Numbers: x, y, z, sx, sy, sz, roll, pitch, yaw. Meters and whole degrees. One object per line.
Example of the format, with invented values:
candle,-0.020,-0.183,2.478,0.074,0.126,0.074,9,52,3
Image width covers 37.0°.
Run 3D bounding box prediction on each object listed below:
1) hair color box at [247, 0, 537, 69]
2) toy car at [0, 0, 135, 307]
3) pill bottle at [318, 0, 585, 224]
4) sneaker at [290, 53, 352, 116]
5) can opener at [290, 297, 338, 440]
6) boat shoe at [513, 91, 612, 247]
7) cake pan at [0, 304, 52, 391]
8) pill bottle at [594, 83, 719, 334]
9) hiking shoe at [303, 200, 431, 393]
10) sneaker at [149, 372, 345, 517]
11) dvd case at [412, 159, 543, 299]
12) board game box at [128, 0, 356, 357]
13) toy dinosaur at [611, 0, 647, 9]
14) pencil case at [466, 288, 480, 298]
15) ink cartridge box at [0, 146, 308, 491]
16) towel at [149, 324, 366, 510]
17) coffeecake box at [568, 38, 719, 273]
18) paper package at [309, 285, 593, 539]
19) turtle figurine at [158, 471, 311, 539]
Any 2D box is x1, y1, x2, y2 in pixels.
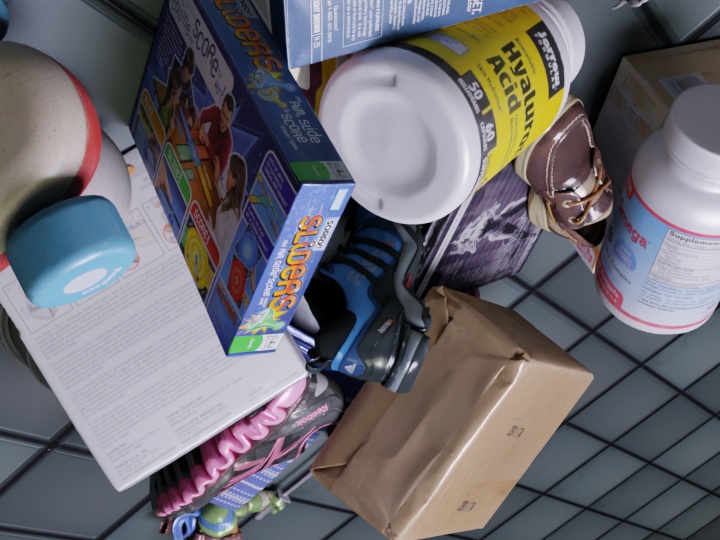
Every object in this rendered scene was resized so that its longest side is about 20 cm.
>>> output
hair color box,0.030,-0.195,0.642,0.199,0.100,0.061,-19,143,-15
toy car,-0.209,-0.041,0.635,0.176,0.185,0.200,-33,169,6
pill bottle,0.070,-0.120,0.706,0.200,0.111,0.112,-41,161,-44
sneaker,-0.062,-0.086,0.751,0.089,0.075,0.201,-6,134,-17
can opener,-0.019,0.083,0.940,0.066,0.053,0.201,-14,120,-4
boat shoe,0.172,-0.070,0.853,0.072,0.072,0.200,-45,157,-9
cake pan,-0.177,0.034,0.842,0.199,0.037,0.201,-19,144,-15
pill bottle,0.262,-0.047,0.866,0.108,0.109,0.201,-17,143,-18
hiking shoe,0.000,0.000,0.805,0.086,0.201,0.075,12,127,-15
sneaker,-0.091,0.143,0.876,0.200,0.079,0.095,-41,134,23
dvd case,0.113,-0.042,0.904,0.199,0.016,0.149,-17,140,-51
board game box,-0.079,-0.069,0.634,0.034,0.201,0.136,-4,139,-32
toy dinosaur,0.267,-0.254,0.766,0.199,0.102,0.077,-28,113,-23
pencil case,0.027,0.075,1.003,0.200,0.087,0.083,-48,163,27
ink cartridge box,-0.153,0.030,0.767,0.162,0.201,0.057,-31,-176,-4
towel,-0.104,0.119,0.909,0.144,0.024,0.200,31,118,-27
coffeecake box,0.282,-0.103,0.968,0.153,0.073,0.201,-14,143,-22
paper package,0.082,0.123,0.903,0.191,0.103,0.200,-55,154,10
turtle figurine,-0.112,0.313,1.156,0.199,0.145,0.194,-9,145,-22
